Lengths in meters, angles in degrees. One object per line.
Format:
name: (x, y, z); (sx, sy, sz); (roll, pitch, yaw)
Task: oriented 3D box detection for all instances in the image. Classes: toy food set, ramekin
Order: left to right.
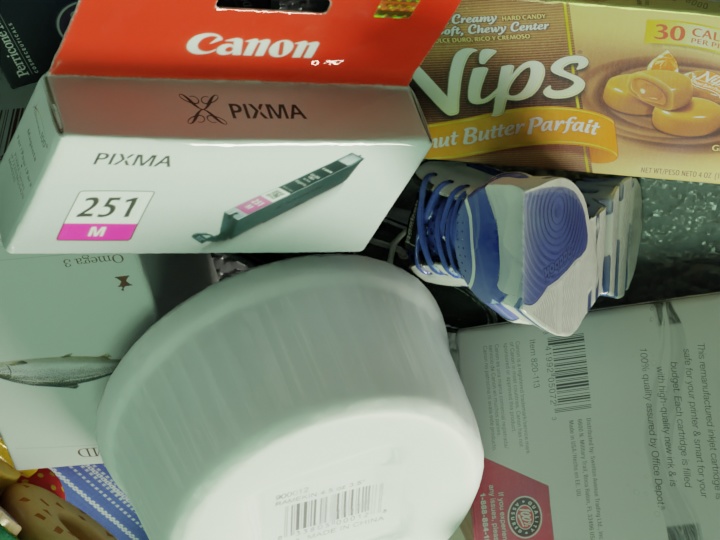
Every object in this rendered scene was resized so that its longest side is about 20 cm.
toy food set: (-0.214, 0.114, 1.479); (0.049, 0.200, 0.198); (-41, 136, 6)
ramekin: (-0.032, 0.096, 1.351); (0.199, 0.098, 0.201); (-15, 140, -13)

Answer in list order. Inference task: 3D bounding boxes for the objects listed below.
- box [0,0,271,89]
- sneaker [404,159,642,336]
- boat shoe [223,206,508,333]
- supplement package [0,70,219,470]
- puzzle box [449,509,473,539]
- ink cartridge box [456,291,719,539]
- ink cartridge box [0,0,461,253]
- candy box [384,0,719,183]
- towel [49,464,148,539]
box: (-0.139, -0.197, 1.195); (0.140, 0.079, 0.200); (-14, 133, 12)
sneaker: (0.067, -0.014, 1.317); (0.115, 0.199, 0.081); (4, 95, 21)
boat shoe: (0.001, -0.002, 1.398); (0.199, 0.068, 0.074); (30, 133, -21)
supplement package: (-0.153, -0.001, 1.386); (0.116, 0.118, 0.201); (-6, 135, 10)
puzzle box: (0.046, 0.219, 1.581); (0.025, 0.133, 0.200); (-9, 144, -26)
ink cartridge box: (0.161, 0.098, 1.398); (0.199, 0.147, 0.083); (-8, 161, 11)
ink cartridge box: (-0.056, -0.075, 1.215); (0.199, 0.044, 0.174); (-1, 146, -28)
candy box: (0.103, -0.108, 1.280); (0.199, 0.055, 0.116); (6, 137, 4)
towel: (-0.103, 0.119, 1.581); (0.199, 0.024, 0.145); (-29, 124, 30)
